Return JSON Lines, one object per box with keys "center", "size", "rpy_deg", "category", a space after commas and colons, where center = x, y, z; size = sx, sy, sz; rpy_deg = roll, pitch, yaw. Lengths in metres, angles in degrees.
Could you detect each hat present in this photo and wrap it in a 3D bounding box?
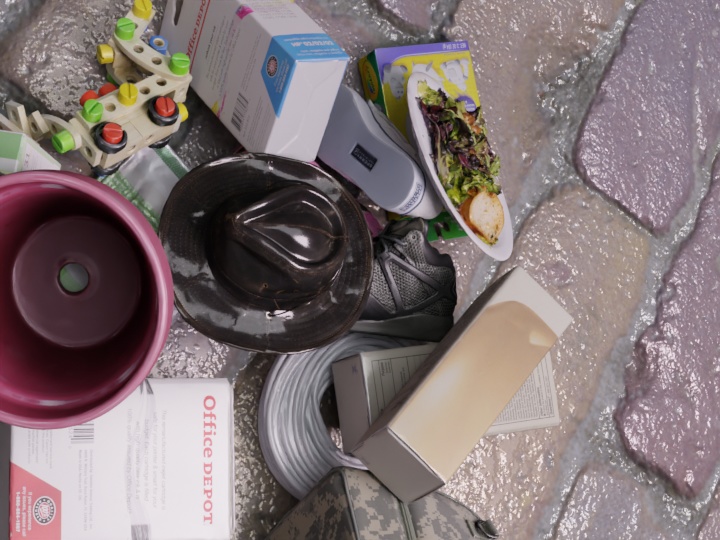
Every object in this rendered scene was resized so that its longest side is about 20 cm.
{"center": [-0.071, -0.024, 1.140], "size": [0.197, 0.081, 0.204], "rpy_deg": [5, 74, -17], "category": "hat"}

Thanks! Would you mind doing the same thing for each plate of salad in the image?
{"center": [0.106, -0.106, 1.289], "size": [0.200, 0.048, 0.202], "rpy_deg": [47, 28, -34], "category": "plate of salad"}

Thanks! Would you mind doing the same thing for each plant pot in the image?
{"center": [-0.248, 0.016, 1.107], "size": [0.196, 0.179, 0.204], "rpy_deg": [0, 95, -1], "category": "plant pot"}

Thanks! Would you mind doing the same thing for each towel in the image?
{"center": [-0.212, -0.018, 1.253], "size": [0.149, 0.031, 0.201], "rpy_deg": [44, 68, -11], "category": "towel"}

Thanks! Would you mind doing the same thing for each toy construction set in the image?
{"center": [-0.236, -0.157, 1.223], "size": [0.199, 0.092, 0.131], "rpy_deg": [-38, 77, -22], "category": "toy construction set"}

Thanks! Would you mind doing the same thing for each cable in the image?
{"center": [-0.005, 0.140, 1.298], "size": [0.197, 0.069, 0.203], "rpy_deg": [12, 77, -20], "category": "cable"}

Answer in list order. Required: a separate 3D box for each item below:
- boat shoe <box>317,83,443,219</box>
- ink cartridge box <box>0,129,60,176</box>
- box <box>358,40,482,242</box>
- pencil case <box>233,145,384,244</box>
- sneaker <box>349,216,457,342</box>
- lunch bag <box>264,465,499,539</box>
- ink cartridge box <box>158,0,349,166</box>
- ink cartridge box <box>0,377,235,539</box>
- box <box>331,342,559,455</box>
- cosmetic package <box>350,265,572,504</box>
{"center": [0.021, -0.114, 1.311], "size": [0.086, 0.202, 0.075], "rpy_deg": [23, 106, -46], "category": "boat shoe"}
{"center": [-0.345, -0.101, 1.093], "size": [0.143, 0.200, 0.049], "rpy_deg": [8, 79, 6], "category": "ink cartridge box"}
{"center": [0.073, -0.132, 1.386], "size": [0.116, 0.048, 0.203], "rpy_deg": [-10, 88, -25], "category": "box"}
{"center": [-0.049, -0.053, 1.303], "size": [0.200, 0.087, 0.083], "rpy_deg": [43, 105, -12], "category": "pencil case"}
{"center": [0.000, 0.000, 1.240], "size": [0.196, 0.076, 0.116], "rpy_deg": [6, 97, -16], "category": "sneaker"}
{"center": [0.013, 0.283, 1.210], "size": [0.166, 0.201, 0.140], "rpy_deg": [14, 38, -33], "category": "lunch bag"}
{"center": [-0.105, -0.204, 1.245], "size": [0.067, 0.116, 0.200], "rpy_deg": [-11, 47, -40], "category": "ink cartridge box"}
{"center": [-0.218, 0.172, 1.192], "size": [0.197, 0.083, 0.149], "rpy_deg": [2, 81, -23], "category": "ink cartridge box"}
{"center": [0.080, 0.115, 1.256], "size": [0.197, 0.078, 0.097], "rpy_deg": [-4, 83, -23], "category": "box"}
{"center": [0.088, 0.100, 1.159], "size": [0.071, 0.105, 0.200], "rpy_deg": [42, 64, -1], "category": "cosmetic package"}
